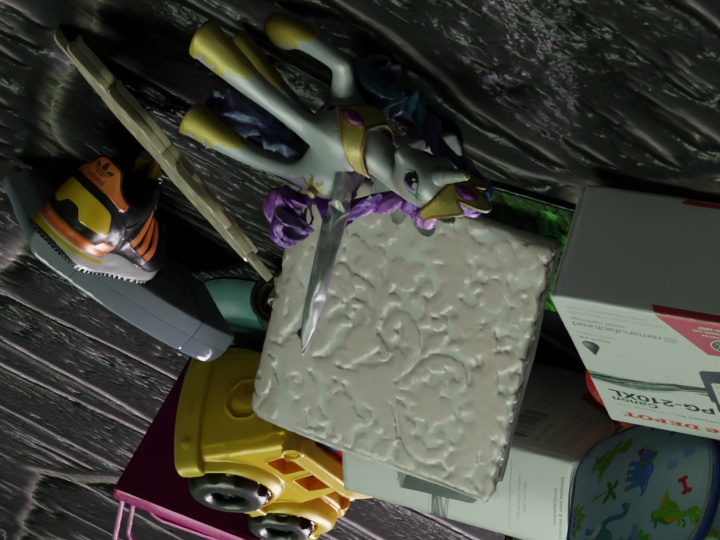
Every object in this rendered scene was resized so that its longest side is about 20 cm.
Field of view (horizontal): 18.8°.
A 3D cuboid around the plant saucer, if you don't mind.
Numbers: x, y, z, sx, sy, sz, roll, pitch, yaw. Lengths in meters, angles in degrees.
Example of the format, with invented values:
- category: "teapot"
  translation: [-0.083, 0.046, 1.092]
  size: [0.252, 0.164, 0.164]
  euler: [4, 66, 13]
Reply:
- category: "plant saucer"
  translation: [-0.052, 0.066, 1.880]
  size: [0.200, 0.027, 0.200]
  euler: [19, 161, 7]

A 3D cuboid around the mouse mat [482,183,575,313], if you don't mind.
- category: "mouse mat"
  translation: [0.138, -0.005, 1.499]
  size: [0.161, 0.008, 0.200]
  euler: [17, 162, 16]

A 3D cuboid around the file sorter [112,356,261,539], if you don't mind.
- category: "file sorter"
  translation: [-0.139, 0.207, 2.038]
  size: [0.139, 0.200, 0.126]
  euler: [20, 129, 5]

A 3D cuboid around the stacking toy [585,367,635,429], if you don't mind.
- category: "stacking toy"
  translation: [0.231, 0.117, 1.618]
  size: [0.085, 0.086, 0.200]
  euler: [2, 150, 46]

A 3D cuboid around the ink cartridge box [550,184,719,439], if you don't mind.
- category: "ink cartridge box"
  translation: [0.218, 0.035, 1.383]
  size: [0.144, 0.085, 0.200]
  euler: [10, 158, 23]

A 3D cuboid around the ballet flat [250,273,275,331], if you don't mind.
- category: "ballet flat"
  translation: [-0.004, 0.040, 1.691]
  size: [0.200, 0.073, 0.073]
  euler: [13, 160, 32]

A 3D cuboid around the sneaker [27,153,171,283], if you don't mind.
- category: "sneaker"
  translation: [-0.173, -0.046, 1.645]
  size: [0.070, 0.090, 0.200]
  euler: [44, -169, 12]

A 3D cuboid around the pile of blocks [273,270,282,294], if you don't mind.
- category: "pile of blocks"
  translation: [0.000, 0.000, 1.567]
  size: [0.200, 0.062, 0.082]
  euler: [3, -167, 43]

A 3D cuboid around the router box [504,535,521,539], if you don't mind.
- category: "router box"
  translation: [0.224, 0.238, 1.874]
  size: [0.200, 0.051, 0.149]
  euler: [23, -158, -2]

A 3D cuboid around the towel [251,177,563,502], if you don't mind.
- category: "towel"
  translation: [0.029, 0.039, 1.490]
  size: [0.191, 0.201, 0.032]
  euler: [19, -159, 16]

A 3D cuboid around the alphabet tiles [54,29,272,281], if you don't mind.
- category: "alphabet tiles"
  translation: [-0.130, -0.079, 1.460]
  size: [0.196, 0.015, 0.200]
  euler: [46, 176, 31]

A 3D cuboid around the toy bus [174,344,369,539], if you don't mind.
- category: "toy bus"
  translation: [-0.033, 0.144, 1.865]
  size: [0.192, 0.136, 0.200]
  euler: [-10, 148, 30]

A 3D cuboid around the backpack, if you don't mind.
- category: "backpack"
  translation: [0.244, 0.189, 1.504]
  size: [0.200, 0.183, 0.147]
  euler: [-27, 127, 35]

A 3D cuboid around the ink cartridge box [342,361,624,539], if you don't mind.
- category: "ink cartridge box"
  translation: [0.104, 0.130, 1.677]
  size: [0.200, 0.146, 0.085]
  euler: [14, 116, 27]

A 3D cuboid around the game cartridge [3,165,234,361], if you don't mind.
- category: "game cartridge"
  translation: [-0.194, -0.002, 1.743]
  size: [0.200, 0.041, 0.133]
  euler: [35, -173, -32]

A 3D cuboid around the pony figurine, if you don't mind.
- category: "pony figurine"
  translation: [-0.015, -0.062, 1.333]
  size: [0.200, 0.167, 0.193]
  euler: [36, 155, 8]
